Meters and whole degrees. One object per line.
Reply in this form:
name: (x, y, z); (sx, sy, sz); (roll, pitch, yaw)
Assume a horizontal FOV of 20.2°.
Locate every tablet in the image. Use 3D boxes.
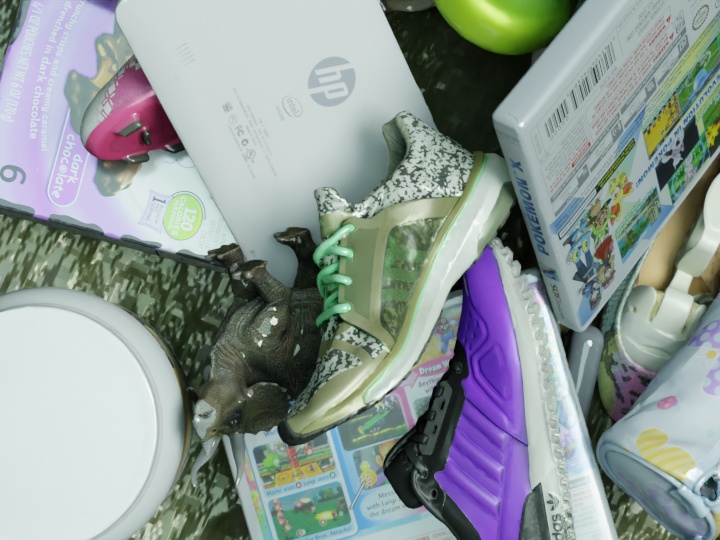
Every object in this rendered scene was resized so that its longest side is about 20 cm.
tablet: (-0.035, -0.092, 1.083); (0.130, 0.014, 0.201); (-32, 123, -8)

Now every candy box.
candy box: (-0.106, -0.093, 1.170); (0.198, 0.072, 0.169); (14, 86, -2)

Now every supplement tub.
supplement tub: (-0.164, 0.083, 1.095); (0.143, 0.200, 0.146); (0, 87, -3)

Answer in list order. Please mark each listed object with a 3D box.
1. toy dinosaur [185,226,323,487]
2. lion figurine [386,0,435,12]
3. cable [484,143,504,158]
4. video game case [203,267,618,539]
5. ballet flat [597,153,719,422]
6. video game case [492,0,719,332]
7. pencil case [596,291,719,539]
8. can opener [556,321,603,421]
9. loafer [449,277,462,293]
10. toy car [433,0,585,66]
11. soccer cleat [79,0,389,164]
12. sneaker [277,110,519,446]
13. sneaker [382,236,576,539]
toy dinosaur: (-0.027, 0.031, 1.091); (0.199, 0.077, 0.103); (-21, 108, -32)
lion figurine: (0.054, -0.248, 1.190); (0.121, 0.072, 0.202); (4, 81, -4)
cable: (0.129, -0.079, 1.136); (0.199, 0.097, 0.050); (-36, 79, -29)
video game case: (0.031, 0.114, 1.132); (0.198, 0.024, 0.184); (-16, 90, 6)
ballet flat: (0.191, -0.003, 1.181); (0.069, 0.071, 0.202); (23, 87, -2)
video game case: (0.151, -0.092, 1.079); (0.022, 0.183, 0.200); (26, 66, 32)
pencil case: (0.216, 0.054, 1.121); (0.083, 0.091, 0.200); (42, 71, -2)
can opener: (0.100, 0.128, 1.172); (0.053, 0.067, 0.202); (12, 94, -2)
loafer: (0.032, 0.035, 1.170); (0.071, 0.073, 0.202); (-6, 88, -5)
toy car: (0.104, -0.212, 1.072); (0.174, 0.150, 0.201); (32, 59, -16)
soccer cleat: (-0.077, -0.136, 1.112); (0.199, 0.070, 0.087); (-32, 73, -7)
sneaker: (0.000, 0.000, 1.034); (0.088, 0.077, 0.201); (38, 62, -10)
sneaker: (0.057, 0.085, 1.082); (0.099, 0.070, 0.202); (-9, 90, 8)
